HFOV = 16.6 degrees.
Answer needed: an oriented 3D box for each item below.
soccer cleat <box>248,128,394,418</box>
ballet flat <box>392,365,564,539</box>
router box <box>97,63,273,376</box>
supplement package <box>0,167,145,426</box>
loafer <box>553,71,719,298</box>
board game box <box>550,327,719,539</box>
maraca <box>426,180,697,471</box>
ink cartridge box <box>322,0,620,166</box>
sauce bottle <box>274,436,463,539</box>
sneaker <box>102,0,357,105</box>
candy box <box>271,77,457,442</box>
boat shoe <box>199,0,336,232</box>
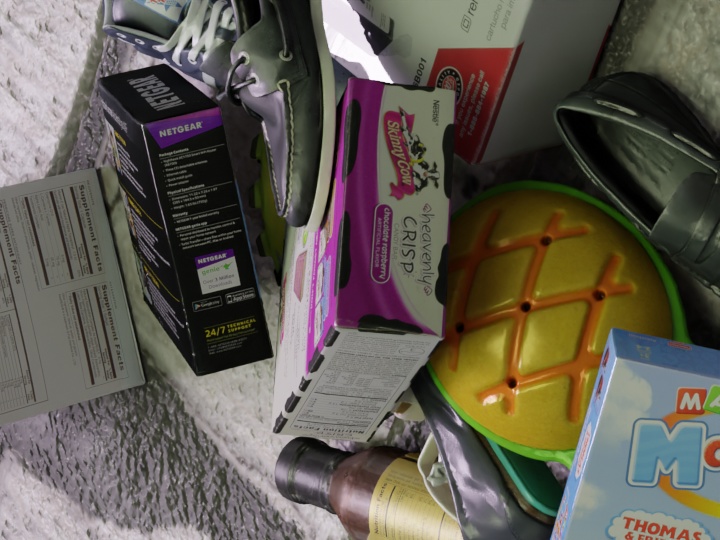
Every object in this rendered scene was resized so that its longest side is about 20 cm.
[{"bbox_3d":[-0.015,-0.003,1.464,0.083,0.065,0.201,-13,82,9],"label":"soccer cleat"},{"bbox_3d":[0.050,0.077,1.372,0.073,0.073,0.201,-55,46,38],"label":"ballet flat"},{"bbox_3d":[-0.106,-0.035,1.461,0.200,0.051,0.150,-138,36,-72],"label":"router box"},{"bbox_3d":[-0.276,0.032,1.621,0.151,0.199,0.152,-11,94,46],"label":"supplement package"},{"bbox_3d":[0.175,-0.025,1.247,0.201,0.070,0.068,47,130,26],"label":"loafer"},{"bbox_3d":[0.175,0.137,1.250,0.150,0.037,0.201,11,115,-4],"label":"board game box"},{"bbox_3d":[0.113,0.041,1.299,0.137,0.107,0.200,-47,71,9],"label":"maraca"},{"bbox_3d":[0.040,-0.173,1.333,0.200,0.084,0.145,40,127,32],"label":"ink cartridge box"},{"bbox_3d":[0.033,0.138,1.440,0.199,0.065,0.065,16,112,44],"label":"sauce bottle"},{"bbox_3d":[-0.073,-0.134,1.416,0.200,0.108,0.070,27,88,48],"label":"sneaker"},{"bbox_3d":[0.000,0.000,1.315,0.200,0.061,0.137,123,153,-68],"label":"candy box"},{"bbox_3d":[-0.051,-0.116,1.286,0.075,0.066,0.201,137,132,-70],"label":"boat shoe"}]
